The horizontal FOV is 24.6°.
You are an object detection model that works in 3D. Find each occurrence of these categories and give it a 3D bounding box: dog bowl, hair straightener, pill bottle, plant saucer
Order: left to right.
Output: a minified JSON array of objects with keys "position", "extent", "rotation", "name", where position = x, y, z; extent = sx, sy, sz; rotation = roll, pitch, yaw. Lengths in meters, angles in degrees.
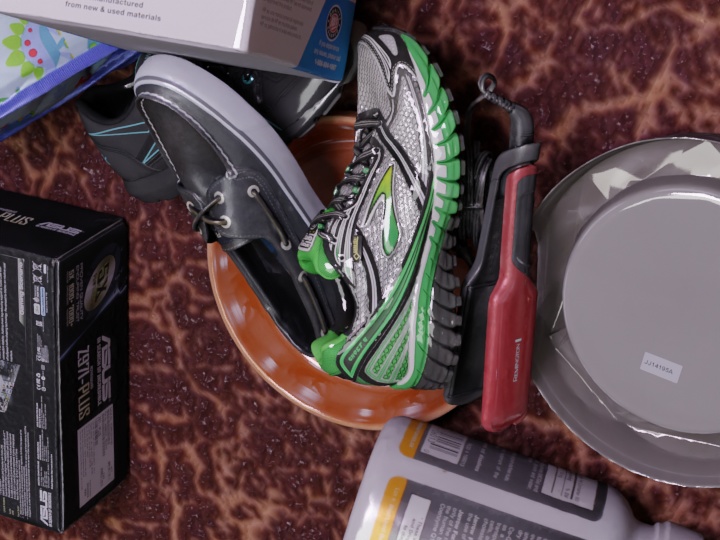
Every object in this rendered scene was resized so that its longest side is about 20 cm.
[{"position":[0.000,0.000,1.005],"extent":[0.199,0.032,0.202],"rotation":[9,112,22],"name":"plant saucer"},{"position":[0.062,-0.014,0.911],"extent":[0.077,0.041,0.202],"rotation":[28,127,48],"name":"hair straightener"},{"position":[0.093,0.168,0.970],"extent":[0.198,0.117,0.117],"rotation":[19,117,7],"name":"pill bottle"},{"position":[0.185,0.016,0.907],"extent":[0.198,0.059,0.202],"rotation":[10,114,23],"name":"dog bowl"}]

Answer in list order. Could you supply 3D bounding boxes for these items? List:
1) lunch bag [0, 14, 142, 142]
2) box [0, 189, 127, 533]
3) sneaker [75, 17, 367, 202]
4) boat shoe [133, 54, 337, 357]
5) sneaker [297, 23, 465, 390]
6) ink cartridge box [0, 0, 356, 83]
[{"position":[-0.211,-0.182,0.983],"extent":[0.199,0.127,0.171],"rotation":[-33,95,2],"name":"lunch bag"},{"position":[-0.247,0.054,1.113],"extent":[0.162,0.086,0.202],"rotation":[12,114,21],"name":"box"},{"position":[-0.085,-0.105,0.967],"extent":[0.199,0.076,0.079],"rotation":[-25,122,31],"name":"sneaker"},{"position":[-0.063,-0.033,0.930],"extent":[0.068,0.057,0.200],"rotation":[-6,131,49],"name":"boat shoe"},{"position":[0.010,-0.033,0.898],"extent":[0.084,0.078,0.202],"rotation":[-1,94,-13],"name":"sneaker"},{"position":[-0.080,-0.214,0.857],"extent":[0.143,0.147,0.202],"rotation":[11,93,19],"name":"ink cartridge box"}]
